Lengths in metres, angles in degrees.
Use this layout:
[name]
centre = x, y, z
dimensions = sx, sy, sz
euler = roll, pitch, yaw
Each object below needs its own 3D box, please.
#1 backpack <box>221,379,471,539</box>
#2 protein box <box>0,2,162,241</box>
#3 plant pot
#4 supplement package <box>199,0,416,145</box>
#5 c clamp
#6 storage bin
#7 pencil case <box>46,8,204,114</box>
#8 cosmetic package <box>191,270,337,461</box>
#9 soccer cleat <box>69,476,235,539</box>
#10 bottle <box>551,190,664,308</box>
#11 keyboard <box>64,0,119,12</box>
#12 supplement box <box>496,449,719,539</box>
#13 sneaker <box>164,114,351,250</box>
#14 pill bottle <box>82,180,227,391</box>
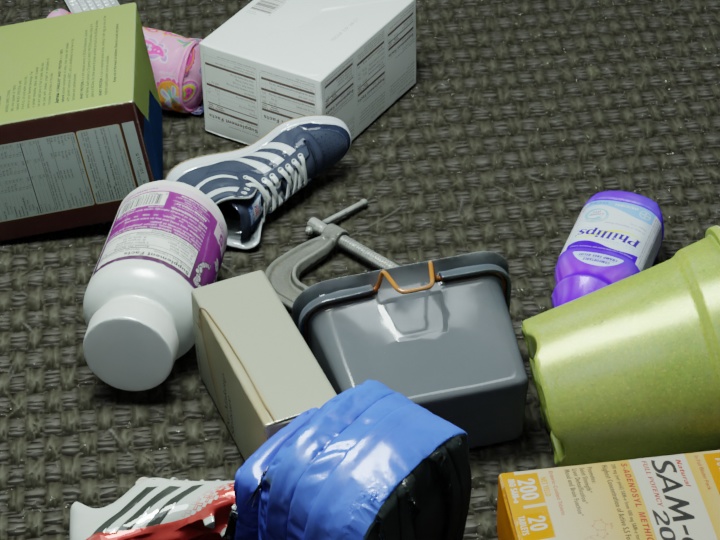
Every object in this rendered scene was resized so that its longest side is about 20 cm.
[backpack]
centre = -0.014, 0.185, 1.500
dimensions = 0.167, 0.201, 0.162
euler = 29, 47, 19
[protein box]
centre = -0.310, -0.149, 2.021
dimensions = 0.198, 0.136, 0.199
euler = -10, 36, 1
[plant pot]
centre = 0.237, 0.084, 1.677
dimensions = 0.182, 0.202, 0.201
euler = -15, 37, 2
[supplement package]
centre = -0.054, -0.222, 2.144
dimensions = 0.155, 0.112, 0.200
euler = 19, 41, 25
[c clamp]
centre = 0.000, 0.000, 1.914
dimensions = 0.170, 0.027, 0.200
euler = -27, 43, -30
[storage bin]
centre = 0.053, 0.079, 1.724
dimensions = 0.198, 0.146, 0.135
euler = -11, 47, -12
[pencil case]
centre = -0.257, -0.229, 2.191
dimensions = 0.198, 0.088, 0.088
euler = 13, 39, 19
[cosmetic package]
centre = -0.079, 0.102, 1.717
dimensions = 0.072, 0.104, 0.200
euler = -15, 37, -17
[soccer cleat]
centre = -0.141, 0.196, 1.624
dimensions = 0.198, 0.069, 0.085
euler = -16, 42, -11
[bottle]
centre = 0.224, 0.003, 1.866
dimensions = 0.083, 0.066, 0.200
euler = 11, 38, 19
[keyboard]
centre = -0.295, -0.281, 2.321
dimensions = 0.056, 0.011, 0.200
euler = -14, 38, -16
[supplement box]
centre = 0.215, 0.215, 1.574
dimensions = 0.198, 0.074, 0.127
euler = -6, 37, -6
[sneaker]
centre = -0.088, -0.086, 1.995
dimensions = 0.198, 0.071, 0.109
euler = -20, 34, -12
[pill bottle]
centre = -0.191, 0.016, 1.830
dimensions = 0.111, 0.113, 0.201
euler = 3, 37, 7
